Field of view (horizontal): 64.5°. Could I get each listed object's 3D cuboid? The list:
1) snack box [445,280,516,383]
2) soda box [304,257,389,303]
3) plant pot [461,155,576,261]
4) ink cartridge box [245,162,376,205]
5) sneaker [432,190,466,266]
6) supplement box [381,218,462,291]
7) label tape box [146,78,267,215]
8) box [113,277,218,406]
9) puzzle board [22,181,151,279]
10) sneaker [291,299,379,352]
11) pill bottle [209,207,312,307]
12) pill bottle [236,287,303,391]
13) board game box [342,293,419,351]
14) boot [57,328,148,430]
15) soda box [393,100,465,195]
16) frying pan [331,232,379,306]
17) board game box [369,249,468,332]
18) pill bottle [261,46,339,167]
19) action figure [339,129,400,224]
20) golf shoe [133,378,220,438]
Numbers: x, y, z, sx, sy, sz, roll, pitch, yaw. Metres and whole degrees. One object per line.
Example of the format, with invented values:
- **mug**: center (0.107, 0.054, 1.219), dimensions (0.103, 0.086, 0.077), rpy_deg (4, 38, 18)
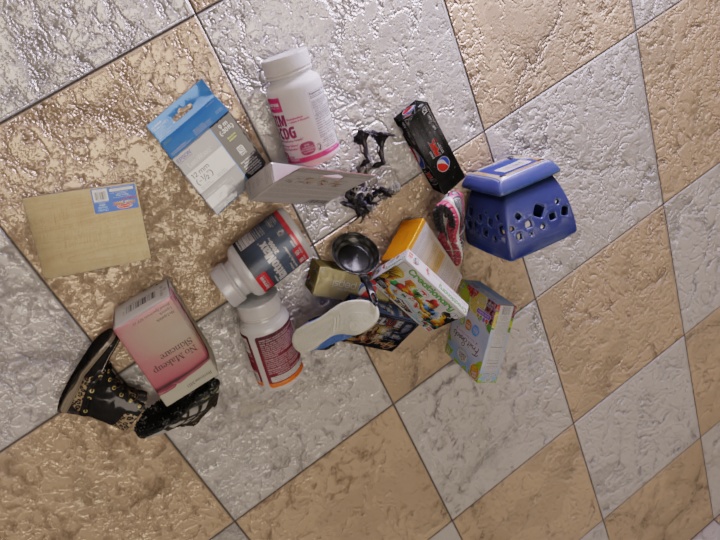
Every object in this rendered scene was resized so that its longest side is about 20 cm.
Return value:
- **snack box**: center (0.297, 0.150, 1.431), dimensions (0.065, 0.168, 0.207), rpy_deg (3, 107, -23)
- **soda box**: center (-0.024, 0.028, 1.304), dimensions (0.194, 0.064, 0.070), rpy_deg (11, 104, -28)
- **plant pot**: center (0.361, -0.158, 1.339), dimensions (0.195, 0.200, 0.185), rpy_deg (-22, 110, -14)
- **ink cartridge box**: center (-0.095, -0.178, 1.106), dimensions (0.196, 0.173, 0.046), rpy_deg (-3, 77, -46)
- **sneaker**: center (0.220, -0.093, 1.346), dimensions (0.075, 0.079, 0.204), rpy_deg (-48, 148, -31)
- **supplement box**: center (0.147, -0.003, 1.338), dimensions (0.201, 0.072, 0.128), rpy_deg (51, 55, -29)
- **label tape box**: center (-0.288, -0.234, 1.091), dimensions (0.142, 0.066, 0.202), rpy_deg (-40, 121, -6)
- **box**: center (-0.392, 0.143, 1.154), dimensions (0.125, 0.109, 0.204), rpy_deg (-30, 117, -11)
- **puzzle board**: center (-0.509, -0.077, 1.076), dimensions (0.194, 0.017, 0.156), rpy_deg (-13, 112, -20)
- **sneaker**: center (-0.051, 0.119, 1.243), dimensions (0.195, 0.111, 0.079), rpy_deg (-26, 86, 1)
- **pill bottle**: center (-0.205, -0.022, 1.173), dimensions (0.198, 0.119, 0.121), rpy_deg (-38, 119, -6)
- **pill bottle**: center (-0.198, 0.146, 1.239), dimensions (0.111, 0.114, 0.206), rpy_deg (-20, 116, -16)
- **board game box**: center (0.028, 0.126, 1.338), dimensions (0.195, 0.035, 0.136), rpy_deg (15, 135, -28)
- **boot**: center (-0.500, 0.228, 1.155), dimensions (0.149, 0.073, 0.203), rpy_deg (33, 97, -28)
- **soda box**: center (0.156, -0.273, 1.277), dimensions (0.070, 0.063, 0.202), rpy_deg (-38, 118, -5)
- **frying pan**: center (0.011, -0.008, 1.257), dimensions (0.113, 0.191, 0.031), rpy_deg (-28, 156, -32)
- **board game box**: center (0.130, 0.050, 1.267), dimensions (0.199, 0.125, 0.035), rpy_deg (40, 47, -19)
- **pill bottle**: center (-0.118, -0.315, 1.110), dimensions (0.111, 0.113, 0.206), rpy_deg (-24, 116, -14)
- **action figure**: center (0.019, -0.193, 1.224), dimensions (0.116, 0.101, 0.207), rpy_deg (-3, 109, -35)
- **golf shoe**: center (-0.380, 0.308, 1.214), dimensions (0.197, 0.077, 0.097), rpy_deg (-30, 136, -34)
